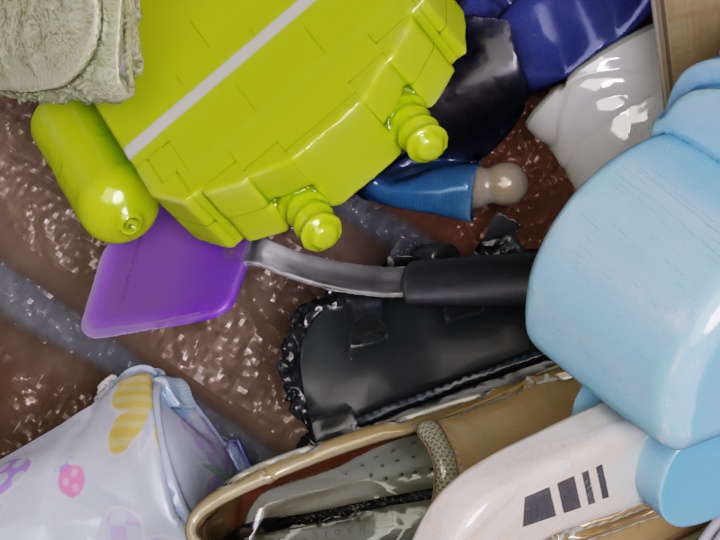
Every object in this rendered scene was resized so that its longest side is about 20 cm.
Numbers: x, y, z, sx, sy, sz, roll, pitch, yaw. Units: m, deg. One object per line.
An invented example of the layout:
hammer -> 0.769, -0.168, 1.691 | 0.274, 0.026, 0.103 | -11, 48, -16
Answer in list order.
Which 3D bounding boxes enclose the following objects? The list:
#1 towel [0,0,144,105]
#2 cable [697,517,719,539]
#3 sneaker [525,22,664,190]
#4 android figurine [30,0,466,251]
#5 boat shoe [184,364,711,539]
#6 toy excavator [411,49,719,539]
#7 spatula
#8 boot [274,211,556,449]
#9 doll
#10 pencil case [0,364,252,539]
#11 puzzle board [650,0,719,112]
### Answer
towel -> -0.142, -0.133, 0.839 | 0.200, 0.036, 0.149 | 5, 97, 51
cable -> 0.177, 0.140, 0.717 | 0.200, 0.069, 0.200 | -32, 112, -13
sneaker -> 0.157, -0.070, 0.784 | 0.200, 0.070, 0.080 | -31, 83, -8
android figurine -> -0.036, -0.084, 0.818 | 0.182, 0.041, 0.200 | -41, 46, 3
boat shoe -> 0.039, 0.069, 0.737 | 0.199, 0.076, 0.072 | -20, 72, 14
toy excavator -> 0.076, 0.039, 0.643 | 0.100, 0.199, 0.195 | 42, 138, 46
spatula -> 0.000, 0.000, 0.794 | 0.199, 0.021, 0.057 | 2, 54, 14
boot -> 0.064, 0.073, 0.803 | 0.162, 0.073, 0.199 | -16, 73, 10
doll -> 0.029, -0.084, 0.839 | 0.200, 0.048, 0.137 | -38, 64, 6
pencil case -> -0.136, 0.112, 0.845 | 0.200, 0.083, 0.091 | -27, 92, 12
puzzle board -> 0.147, -0.150, 0.714 | 0.150, 0.017, 0.201 | -17, 110, -22
